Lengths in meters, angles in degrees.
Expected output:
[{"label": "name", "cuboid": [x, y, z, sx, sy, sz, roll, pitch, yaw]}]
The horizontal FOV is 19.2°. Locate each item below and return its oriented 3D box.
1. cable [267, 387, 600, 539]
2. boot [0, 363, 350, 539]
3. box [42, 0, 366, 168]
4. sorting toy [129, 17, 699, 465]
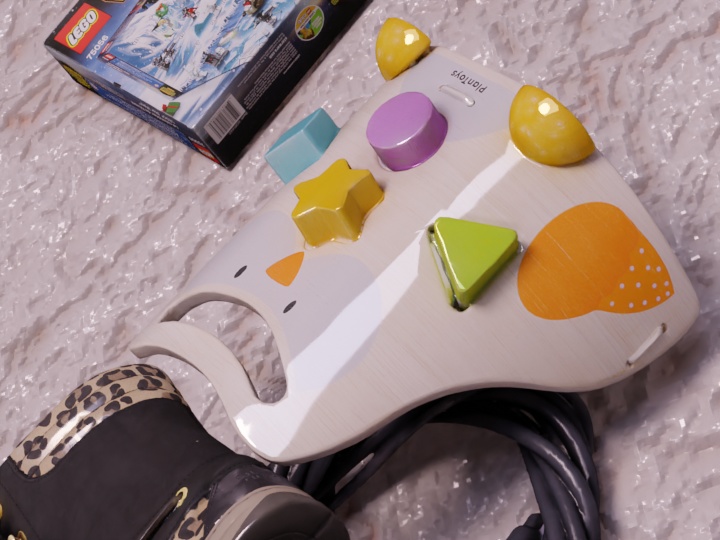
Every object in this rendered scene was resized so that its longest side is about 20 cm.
[{"label": "cable", "cuboid": [0.015, 0.118, 0.849, 0.200, 0.051, 0.163, -39, 46, 0]}, {"label": "boot", "cuboid": [-0.100, 0.137, 0.792, 0.200, 0.073, 0.151, -56, 36, 5]}, {"label": "box", "cuboid": [-0.056, -0.160, 1.105, 0.137, 0.040, 0.200, 31, 77, 41]}, {"label": "sorting toy", "cuboid": [0.000, 0.000, 0.873, 0.180, 0.107, 0.200, -38, 39, -16]}]
